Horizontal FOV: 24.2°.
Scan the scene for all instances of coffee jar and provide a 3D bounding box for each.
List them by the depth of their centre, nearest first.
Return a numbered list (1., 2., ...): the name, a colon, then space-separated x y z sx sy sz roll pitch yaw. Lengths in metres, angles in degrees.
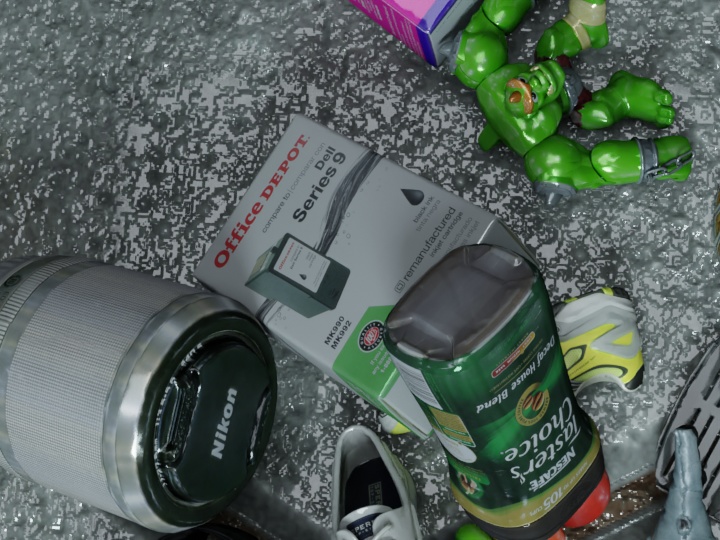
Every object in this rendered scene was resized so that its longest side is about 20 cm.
1. coffee jar: 0.091 0.086 1.086 0.104 0.201 0.085 -44 44 -20

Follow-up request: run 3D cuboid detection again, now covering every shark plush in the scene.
1. shark plush: 0.229 0.208 1.130 0.090 0.083 0.202 12 99 5

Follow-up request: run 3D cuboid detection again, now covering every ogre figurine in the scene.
1. ogre figurine: 0.143 -0.130 1.211 0.119 0.098 0.201 -32 99 -16

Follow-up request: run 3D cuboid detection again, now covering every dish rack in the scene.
1. dish rack: 0.311 0.132 1.167 0.199 0.055 0.154 29 85 11

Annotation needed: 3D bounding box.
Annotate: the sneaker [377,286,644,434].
1. sneaker: 0.108 0.079 1.189 0.198 0.075 0.077 -22 79 4

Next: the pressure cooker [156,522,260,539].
1. pressure cooker: -0.099 0.272 1.126 0.174 0.179 0.203 6 90 10

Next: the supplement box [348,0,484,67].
1. supplement box: 0.007 -0.258 1.240 0.199 0.103 0.101 39 88 10

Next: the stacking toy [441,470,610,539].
1. stacking toy: 0.093 0.200 1.177 0.200 0.085 0.085 -41 79 -8

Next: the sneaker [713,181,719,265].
1. sneaker: 0.301 -0.008 1.173 0.087 0.076 0.202 4 61 -7

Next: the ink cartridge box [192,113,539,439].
1. ink cartridge box: 0.000 0.000 1.170 0.199 0.084 0.147 30 84 37

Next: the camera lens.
1. camera lens: -0.169 0.080 1.152 0.198 0.160 0.162 14 82 32

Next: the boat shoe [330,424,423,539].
1. boat shoe: 0.008 0.187 1.132 0.073 0.066 0.201 -25 37 5
